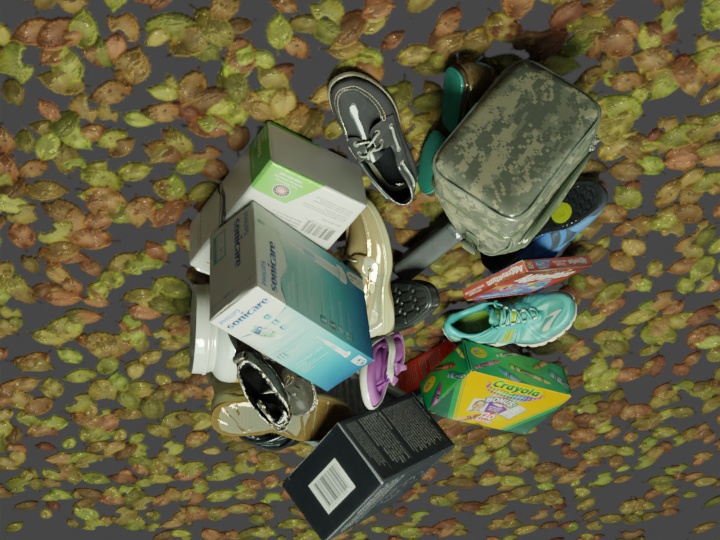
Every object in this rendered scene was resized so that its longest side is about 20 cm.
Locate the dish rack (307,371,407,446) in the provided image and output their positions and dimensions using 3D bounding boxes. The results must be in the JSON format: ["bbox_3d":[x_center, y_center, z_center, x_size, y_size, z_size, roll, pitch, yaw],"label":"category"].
[{"bbox_3d":[-0.017,0.212,1.610,0.199,0.044,0.172,33,120,-27],"label":"dish rack"}]

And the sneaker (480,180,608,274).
[{"bbox_3d":[0.261,-0.054,1.447,0.200,0.066,0.078,-36,145,25],"label":"sneaker"}]

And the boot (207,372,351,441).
[{"bbox_3d":[-0.121,0.179,1.515,0.199,0.156,0.073,1,112,-13],"label":"boot"}]

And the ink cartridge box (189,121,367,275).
[{"bbox_3d":[-0.109,-0.070,1.337,0.145,0.084,0.200,23,128,-29],"label":"ink cartridge box"}]

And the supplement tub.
[{"bbox_3d":[-0.134,0.083,1.453,0.199,0.145,0.145,2,136,-13],"label":"supplement tub"}]

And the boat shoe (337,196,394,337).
[{"bbox_3d":[0.000,0.000,1.397,0.065,0.072,0.201,-17,116,-24],"label":"boat shoe"}]

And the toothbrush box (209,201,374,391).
[{"bbox_3d":[-0.085,0.033,1.279,0.085,0.147,0.200,-35,131,25],"label":"toothbrush box"}]

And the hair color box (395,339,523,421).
[{"bbox_3d":[0.151,0.163,1.652,0.199,0.061,0.101,-33,132,22],"label":"hair color box"}]

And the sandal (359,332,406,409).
[{"bbox_3d":[0.042,0.131,1.515,0.049,0.203,0.083,-10,107,18],"label":"sandal"}]

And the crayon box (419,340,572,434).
[{"bbox_3d":[0.205,0.180,1.589,0.199,0.059,0.119,16,134,-29],"label":"crayon box"}]

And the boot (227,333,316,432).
[{"bbox_3d":[-0.110,0.147,1.308,0.069,0.174,0.200,-33,117,4],"label":"boot"}]

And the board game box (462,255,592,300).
[{"bbox_3d":[0.234,0.010,1.453,0.103,0.020,0.199,-30,164,35],"label":"board game box"}]

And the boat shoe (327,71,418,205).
[{"bbox_3d":[0.022,-0.158,1.284,0.072,0.063,0.200,-21,136,13],"label":"boat shoe"}]

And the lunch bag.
[{"bbox_3d":[0.186,-0.125,1.248,0.200,0.139,0.168,-51,165,-13],"label":"lunch bag"}]

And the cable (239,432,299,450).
[{"bbox_3d":[-0.135,0.206,1.662,0.162,0.051,0.201,-5,133,6],"label":"cable"}]

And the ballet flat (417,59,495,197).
[{"bbox_3d":[0.125,-0.174,1.297,0.072,0.068,0.201,-13,137,-25],"label":"ballet flat"}]

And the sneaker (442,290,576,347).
[{"bbox_3d":[0.217,0.074,1.529,0.199,0.078,0.080,-14,162,16],"label":"sneaker"}]

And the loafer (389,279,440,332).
[{"bbox_3d":[0.052,0.052,1.480,0.070,0.069,0.200,-8,171,-34],"label":"loafer"}]

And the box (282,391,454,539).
[{"bbox_3d":[0.014,0.277,1.504,0.149,0.107,0.200,-50,159,29],"label":"box"}]

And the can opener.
[{"bbox_3d":[0.113,-0.066,1.421,0.200,0.053,0.067,-39,98,28],"label":"can opener"}]
